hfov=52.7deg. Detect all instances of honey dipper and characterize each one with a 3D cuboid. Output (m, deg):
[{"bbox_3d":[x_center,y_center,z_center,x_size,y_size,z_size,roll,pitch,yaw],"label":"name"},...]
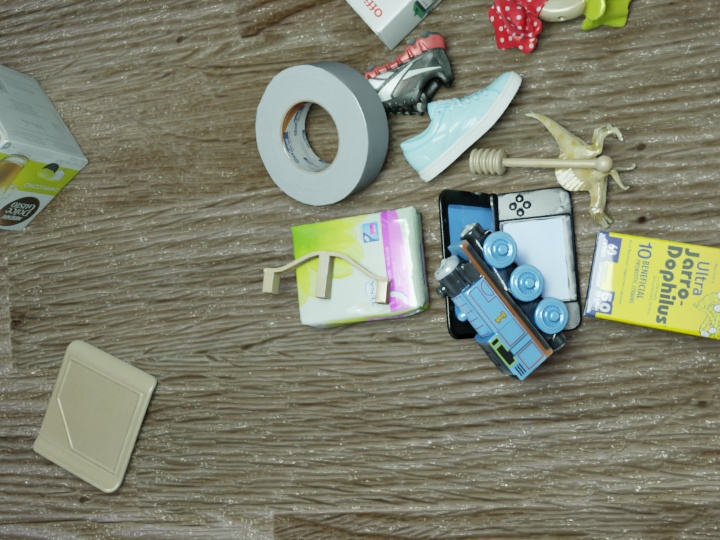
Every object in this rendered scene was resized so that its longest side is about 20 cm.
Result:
[{"bbox_3d":[0.246,-0.148,1.002,0.197,0.038,0.039,7,89,33],"label":"honey dipper"}]

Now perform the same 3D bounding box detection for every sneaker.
[{"bbox_3d":[0.052,-0.263,1.078,0.198,0.071,0.099,-30,77,12],"label":"sneaker"},{"bbox_3d":[0.139,-0.222,1.037,0.082,0.074,0.200,44,100,-12],"label":"sneaker"}]

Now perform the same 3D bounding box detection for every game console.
[{"bbox_3d":[0.207,-0.013,0.993,0.173,0.116,0.204,-5,86,17],"label":"game console"}]

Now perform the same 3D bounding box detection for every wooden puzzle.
[{"bbox_3d":[-0.447,0.243,1.230,0.183,0.037,0.203,21,89,18],"label":"wooden puzzle"}]

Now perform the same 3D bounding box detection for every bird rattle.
[{"bbox_3d":[0.278,-0.394,1.022,0.197,0.112,0.166,-4,74,30],"label":"bird rattle"}]

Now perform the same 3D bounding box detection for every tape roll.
[{"bbox_3d":[-0.059,-0.202,1.072,0.197,0.066,0.204,12,114,27],"label":"tape roll"}]

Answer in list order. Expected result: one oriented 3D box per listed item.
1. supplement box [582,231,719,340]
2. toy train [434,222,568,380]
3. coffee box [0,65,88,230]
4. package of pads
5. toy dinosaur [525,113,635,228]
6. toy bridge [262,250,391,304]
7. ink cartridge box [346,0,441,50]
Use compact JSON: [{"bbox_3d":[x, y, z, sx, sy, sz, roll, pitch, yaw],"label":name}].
[{"bbox_3d":[0.396,0.022,0.936,0.197,0.109,0.111,10,90,17],"label":"supplement box"},{"bbox_3d":[0.178,0.038,0.932,0.114,0.087,0.201,-40,95,-7],"label":"toy train"},{"bbox_3d":[-0.628,-0.209,1.221,0.197,0.199,0.201,-40,78,12],"label":"coffee box"},{"bbox_3d":[0.000,0.000,1.083,0.196,0.068,0.158,-8,84,18],"label":"package of pads"},{"bbox_3d":[0.309,-0.161,1.000,0.100,0.058,0.202,-31,79,15],"label":"toy dinosaur"},{"bbox_3d":[-0.051,0.007,1.049,0.196,0.027,0.069,5,85,19],"label":"toy bridge"},{"bbox_3d":[0.063,-0.457,1.078,0.200,0.084,0.147,-42,76,11],"label":"ink cartridge box"}]
